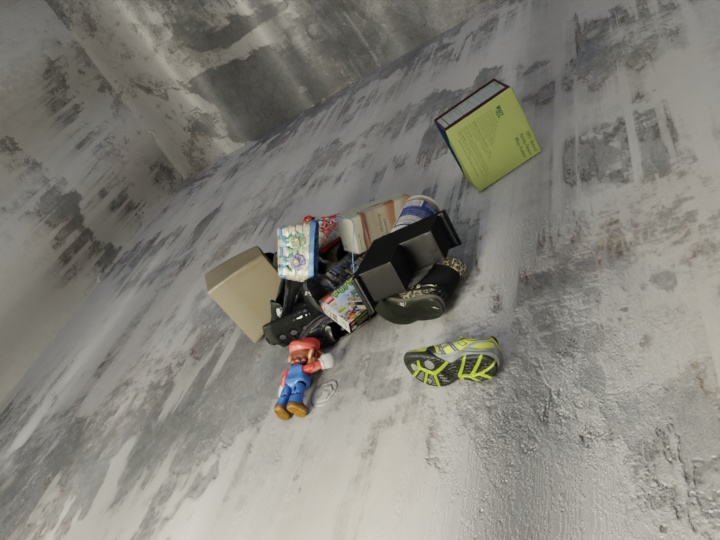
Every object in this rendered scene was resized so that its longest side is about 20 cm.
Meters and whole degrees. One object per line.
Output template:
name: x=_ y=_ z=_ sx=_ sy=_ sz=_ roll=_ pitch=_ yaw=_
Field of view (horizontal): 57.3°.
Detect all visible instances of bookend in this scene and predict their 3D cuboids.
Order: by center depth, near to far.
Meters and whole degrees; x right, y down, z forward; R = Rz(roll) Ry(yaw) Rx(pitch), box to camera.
bookend: x=0.105 y=-0.021 z=1.453 sx=0.197 sy=0.093 sz=0.200 roll=-23 pitch=20 yaw=26

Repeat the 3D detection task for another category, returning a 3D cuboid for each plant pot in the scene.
plant pot: x=-0.306 y=0.049 z=1.863 sx=0.176 sy=0.201 sz=0.200 roll=-41 pitch=21 yaw=-2

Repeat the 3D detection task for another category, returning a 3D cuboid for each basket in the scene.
basket: x=-0.111 y=-0.040 z=1.660 sx=0.195 sy=0.181 sz=0.139 roll=-2 pitch=-1 yaw=-4

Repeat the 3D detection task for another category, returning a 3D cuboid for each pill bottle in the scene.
pill bottle: x=0.133 y=-0.090 z=1.669 sx=0.109 sy=0.112 sz=0.202 roll=-15 pitch=33 yaw=37

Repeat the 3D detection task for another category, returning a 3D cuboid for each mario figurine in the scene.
mario figurine: x=-0.125 y=0.248 z=1.509 sx=0.121 sy=0.107 sz=0.203 roll=10 pitch=52 yaw=8

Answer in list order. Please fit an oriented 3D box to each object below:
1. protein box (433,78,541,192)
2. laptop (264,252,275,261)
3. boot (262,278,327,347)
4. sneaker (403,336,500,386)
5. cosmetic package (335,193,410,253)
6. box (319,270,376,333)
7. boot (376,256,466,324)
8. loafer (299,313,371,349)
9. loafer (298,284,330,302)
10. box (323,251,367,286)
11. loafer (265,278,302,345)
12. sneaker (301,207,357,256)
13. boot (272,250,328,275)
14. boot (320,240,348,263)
protein box: x=0.338 y=-0.362 z=1.760 sx=0.198 sy=0.200 sz=0.135 roll=-33 pitch=26 yaw=7
laptop: x=-0.261 y=-0.074 z=2.136 sx=0.185 sy=0.117 sz=0.201 roll=-6 pitch=39 yaw=46
boot: x=-0.165 y=0.111 z=1.655 sx=0.197 sy=0.165 sz=0.067 roll=-21 pitch=42 yaw=24
sneaker: x=0.175 y=0.168 z=1.249 sx=0.196 sy=0.077 sz=0.077 roll=-4 pitch=31 yaw=32
cosmetic package: x=0.044 y=-0.129 z=1.785 sx=0.197 sy=0.105 sz=0.087 roll=-25 pitch=21 yaw=-25
box: x=0.009 y=0.053 z=1.578 sx=0.199 sy=0.035 sz=0.109 roll=-39 pitch=51 yaw=-26
boot: x=0.137 y=0.044 z=1.497 sx=0.201 sy=0.074 sz=0.154 roll=-8 pitch=33 yaw=46
loafer: x=-0.060 y=0.137 z=1.590 sx=0.198 sy=0.072 sz=0.063 roll=-32 pitch=30 yaw=4
loafer: x=-0.151 y=0.046 z=1.851 sx=0.075 sy=0.070 sz=0.199 roll=-46 pitch=27 yaw=-20
box: x=0.000 y=0.000 z=1.762 sx=0.161 sy=0.049 sz=0.199 roll=-44 pitch=26 yaw=-9
loafer: x=-0.217 y=0.100 z=1.776 sx=0.068 sy=0.070 sz=0.204 roll=19 pitch=87 yaw=56
sneaker: x=-0.099 y=-0.131 z=1.894 sx=0.201 sy=0.107 sz=0.068 roll=-40 pitch=27 yaw=23
boot: x=-0.138 y=-0.008 z=1.832 sx=0.130 sy=0.198 sz=0.072 roll=10 pitch=94 yaw=34
boot: x=-0.045 y=-0.104 z=1.961 sx=0.096 sy=0.075 sz=0.201 roll=1 pitch=46 yaw=47
